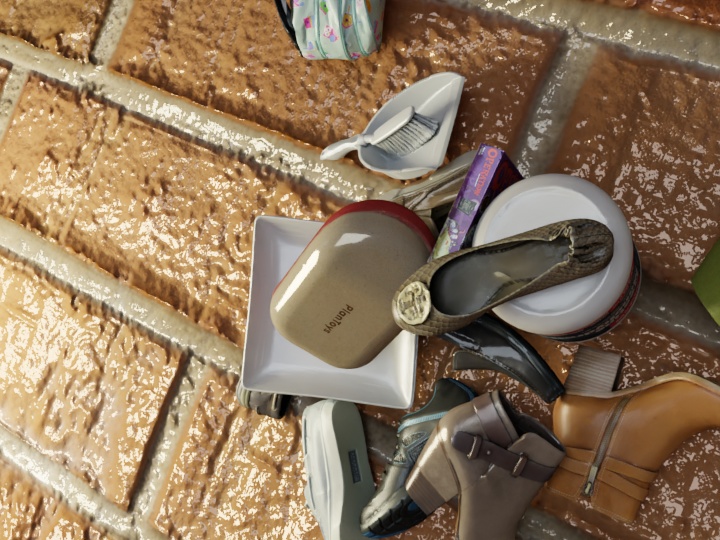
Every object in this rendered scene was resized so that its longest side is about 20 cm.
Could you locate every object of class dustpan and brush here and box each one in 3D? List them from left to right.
[{"bbox_3d":[0.025,-0.156,0.906,0.199,0.057,0.141,-22,45,51],"label":"dustpan and brush"}]

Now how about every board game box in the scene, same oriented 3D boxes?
[{"bbox_3d":[0.130,-0.043,0.773,0.032,0.200,0.121,21,91,23],"label":"board game box"}]

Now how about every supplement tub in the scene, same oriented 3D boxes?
[{"bbox_3d":[0.195,-0.004,0.738,0.139,0.200,0.142,-4,81,23],"label":"supplement tub"}]

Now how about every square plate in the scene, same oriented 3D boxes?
[{"bbox_3d":[-0.029,0.045,0.863,0.198,0.028,0.200,6,93,7],"label":"square plate"}]

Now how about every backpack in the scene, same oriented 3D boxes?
[{"bbox_3d":[-0.030,-0.356,0.919,0.125,0.167,0.202,3,89,19],"label":"backpack"}]

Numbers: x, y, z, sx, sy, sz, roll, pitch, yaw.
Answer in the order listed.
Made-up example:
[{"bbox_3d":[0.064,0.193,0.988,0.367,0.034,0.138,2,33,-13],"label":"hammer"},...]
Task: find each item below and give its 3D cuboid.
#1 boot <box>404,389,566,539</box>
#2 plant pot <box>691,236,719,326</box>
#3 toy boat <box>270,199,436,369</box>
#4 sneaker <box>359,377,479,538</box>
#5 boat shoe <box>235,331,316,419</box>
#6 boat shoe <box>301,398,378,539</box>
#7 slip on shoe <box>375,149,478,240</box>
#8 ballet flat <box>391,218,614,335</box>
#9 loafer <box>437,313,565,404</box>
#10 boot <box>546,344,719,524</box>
[{"bbox_3d":[0.147,0.220,0.763,0.200,0.070,0.146,43,107,-9],"label":"boot"},{"bbox_3d":[0.407,-0.017,0.676,0.200,0.186,0.188,-44,67,28],"label":"plant pot"},{"bbox_3d":[0.000,0.000,0.787,0.130,0.131,0.200,31,134,-11],"label":"toy boat"},{"bbox_3d":[0.065,0.209,0.845,0.200,0.073,0.082,-48,51,4],"label":"sneaker"},{"bbox_3d":[-0.077,0.088,0.921,0.073,0.074,0.201,29,103,15],"label":"boat shoe"},{"bbox_3d":[-0.029,0.249,0.879,0.071,0.070,0.203,-16,77,41],"label":"boat shoe"},{"bbox_3d":[0.074,-0.059,0.867,0.199,0.076,0.061,-28,51,10],"label":"slip on shoe"},{"bbox_3d":[0.111,0.004,0.637,0.198,0.046,0.068,-19,75,22],"label":"ballet flat"},{"bbox_3d":[0.121,0.076,0.797,0.200,0.073,0.072,40,94,19],"label":"loafer"},{"bbox_3d":[0.281,0.170,0.740,0.198,0.077,0.157,13,86,27],"label":"boot"}]
